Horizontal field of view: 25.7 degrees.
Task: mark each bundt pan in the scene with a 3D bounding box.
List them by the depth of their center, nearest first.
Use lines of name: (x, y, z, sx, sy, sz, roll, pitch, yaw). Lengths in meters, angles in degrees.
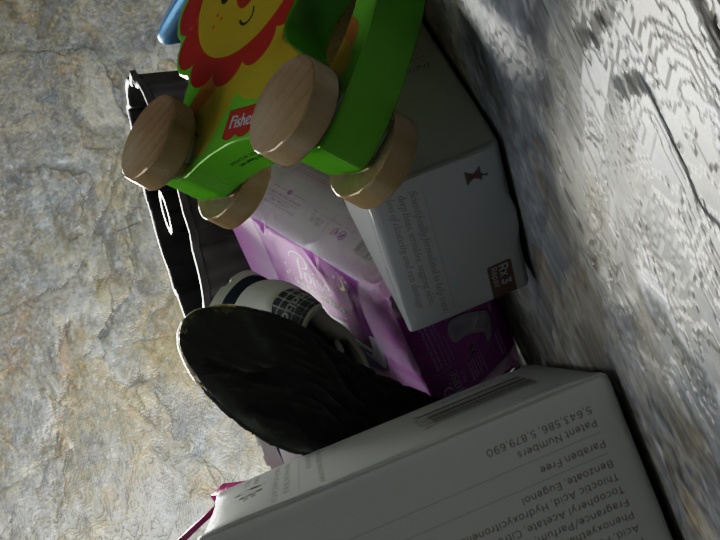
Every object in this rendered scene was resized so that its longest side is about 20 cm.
bundt pan: (-0.105, -0.052, 1.125, 0.202, 0.075, 0.204, 163, 90, -77)

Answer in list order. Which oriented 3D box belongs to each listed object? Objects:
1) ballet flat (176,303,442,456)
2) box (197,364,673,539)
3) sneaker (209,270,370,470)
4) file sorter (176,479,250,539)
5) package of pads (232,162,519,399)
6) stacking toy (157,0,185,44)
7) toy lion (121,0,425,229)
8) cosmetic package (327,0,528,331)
ballet flat: (-0.015, 0.078, 0.892, 0.199, 0.067, 0.057, 28, 174, -9)
box: (0.036, 0.142, 0.767, 0.199, 0.198, 0.132, 133, 115, -86)
sneaker: (-0.019, 0.086, 0.970, 0.080, 0.077, 0.201, 7, 142, 41)
file sorter: (-0.050, 0.219, 0.964, 0.139, 0.125, 0.200, 52, 153, -9)
package of pads: (0.000, 0.000, 0.977, 0.199, 0.076, 0.121, 31, 154, 47)
stacking toy: (-0.023, -0.127, 1.006, 0.200, 0.116, 0.110, 49, 136, 5)
toy lion: (-0.034, -0.124, 0.770, 0.068, 0.194, 0.199, 25, 164, -31)
cosmetic package: (0.014, -0.075, 0.827, 0.201, 0.073, 0.102, -114, 4, -47)
